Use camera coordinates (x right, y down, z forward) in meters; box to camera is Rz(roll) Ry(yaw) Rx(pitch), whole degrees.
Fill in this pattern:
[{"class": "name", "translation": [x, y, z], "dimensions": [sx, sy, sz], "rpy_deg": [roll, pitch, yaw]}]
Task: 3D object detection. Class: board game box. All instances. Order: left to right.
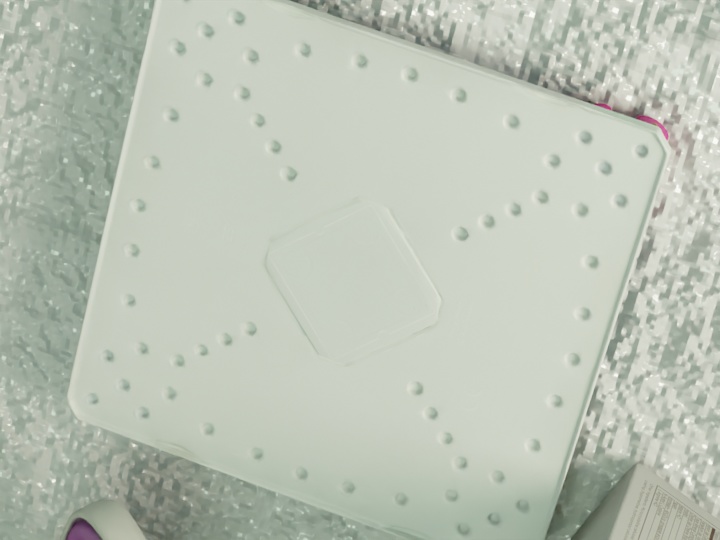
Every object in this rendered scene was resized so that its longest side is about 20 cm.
[{"class": "board game box", "translation": [0.000, 0.000, 1.127], "dimensions": [0.199, 0.026, 0.201], "rpy_deg": [20, 118, 8]}]

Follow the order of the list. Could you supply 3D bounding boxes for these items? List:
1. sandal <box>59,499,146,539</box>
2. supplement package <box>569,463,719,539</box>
[{"class": "sandal", "translation": [-0.127, 0.169, 1.203], "dimensions": [0.083, 0.050, 0.203], "rpy_deg": [52, 142, 36]}, {"class": "supplement package", "translation": [0.130, 0.213, 1.116], "dimensions": [0.200, 0.151, 0.152], "rpy_deg": [35, 119, -2]}]
